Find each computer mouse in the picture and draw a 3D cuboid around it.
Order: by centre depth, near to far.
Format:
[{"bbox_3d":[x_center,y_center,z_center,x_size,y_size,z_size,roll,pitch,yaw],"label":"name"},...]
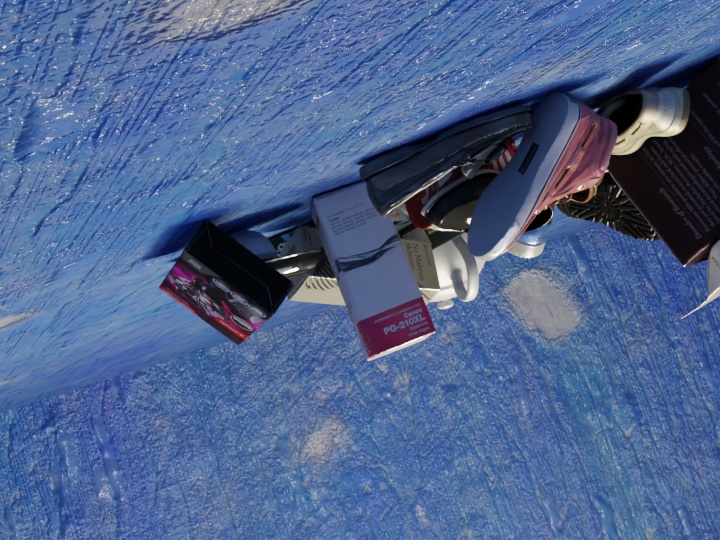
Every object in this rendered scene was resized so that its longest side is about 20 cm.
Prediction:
[{"bbox_3d":[-0.158,-0.023,1.711,0.109,0.044,0.200,-11,178,-25],"label":"computer mouse"}]

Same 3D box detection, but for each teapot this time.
[{"bbox_3d":[0.115,-0.014,2.086,0.197,0.147,0.200,-13,-178,26],"label":"teapot"}]

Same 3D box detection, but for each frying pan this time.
[{"bbox_3d":[-0.134,0.006,1.675,0.189,0.031,0.115,-17,177,20],"label":"frying pan"}]

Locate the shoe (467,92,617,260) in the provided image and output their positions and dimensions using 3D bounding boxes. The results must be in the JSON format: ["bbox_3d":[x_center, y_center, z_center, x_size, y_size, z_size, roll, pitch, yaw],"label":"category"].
[{"bbox_3d":[0.200,-0.089,1.488,0.091,0.201,0.071,20,-164,-36],"label":"shoe"}]

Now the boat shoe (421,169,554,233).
[{"bbox_3d":[0.149,-0.071,1.557,0.201,0.063,0.074,-8,149,-48],"label":"boat shoe"}]

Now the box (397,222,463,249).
[{"bbox_3d":[0.169,-0.093,1.881,0.200,0.051,0.158,-27,-177,41],"label":"box"}]

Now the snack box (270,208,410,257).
[{"bbox_3d":[-0.037,-0.050,1.875,0.199,0.037,0.116,-21,176,21],"label":"snack box"}]

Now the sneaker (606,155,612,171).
[{"bbox_3d":[0.256,-0.135,1.762,0.095,0.079,0.200,-27,170,30],"label":"sneaker"}]

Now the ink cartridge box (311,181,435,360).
[{"bbox_3d":[0.013,0.000,1.673,0.084,0.201,0.145,-21,175,-5],"label":"ink cartridge box"}]

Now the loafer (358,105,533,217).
[{"bbox_3d":[0.098,-0.117,1.478,0.199,0.063,0.072,-20,175,17],"label":"loafer"}]

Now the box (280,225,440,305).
[{"bbox_3d":[0.000,0.000,1.810,0.199,0.082,0.068,5,147,-28],"label":"box"}]

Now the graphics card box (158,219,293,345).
[{"bbox_3d":[-0.160,0.018,1.604,0.051,0.125,0.200,-55,-173,-21],"label":"graphics card box"}]

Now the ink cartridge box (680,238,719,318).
[{"bbox_3d":[0.475,-0.030,1.666,0.160,0.047,0.200,-27,165,-30],"label":"ink cartridge box"}]

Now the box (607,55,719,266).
[{"bbox_3d":[0.443,-0.136,1.674,0.200,0.164,0.166,-45,162,30],"label":"box"}]

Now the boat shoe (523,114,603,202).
[{"bbox_3d":[0.237,-0.127,1.586,0.075,0.072,0.200,9,172,31],"label":"boat shoe"}]

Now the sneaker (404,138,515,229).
[{"bbox_3d":[0.128,-0.107,1.639,0.115,0.079,0.200,-16,176,-19],"label":"sneaker"}]

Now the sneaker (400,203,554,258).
[{"bbox_3d":[0.148,-0.098,1.727,0.077,0.199,0.112,-56,164,-54],"label":"sneaker"}]

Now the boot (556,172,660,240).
[{"bbox_3d":[0.382,-0.126,1.877,0.158,0.080,0.211,-35,-142,-30],"label":"boot"}]

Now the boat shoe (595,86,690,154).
[{"bbox_3d":[0.305,-0.178,1.595,0.065,0.073,0.200,5,177,-17],"label":"boat shoe"}]
